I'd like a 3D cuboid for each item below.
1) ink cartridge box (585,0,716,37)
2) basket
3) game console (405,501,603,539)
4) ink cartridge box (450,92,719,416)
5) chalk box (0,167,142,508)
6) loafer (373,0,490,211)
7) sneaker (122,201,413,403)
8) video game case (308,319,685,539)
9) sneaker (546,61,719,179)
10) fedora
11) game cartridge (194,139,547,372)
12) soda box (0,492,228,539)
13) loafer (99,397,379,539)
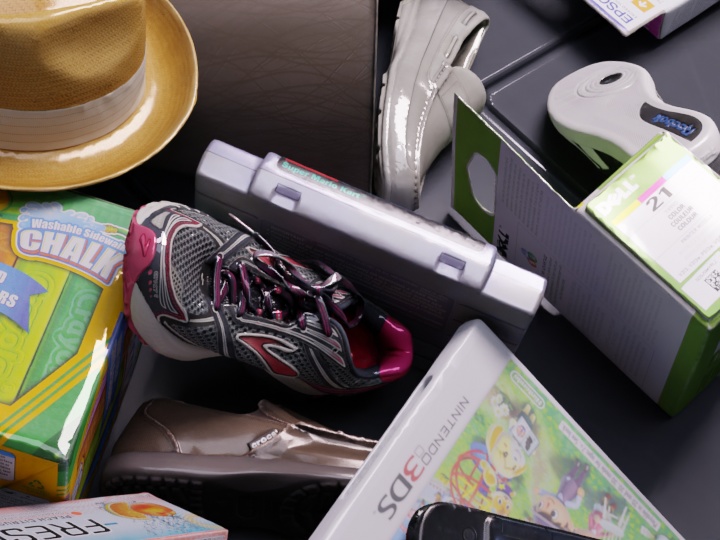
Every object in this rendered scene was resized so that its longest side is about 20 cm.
[{"bbox_3d":[0.194,-0.268,1.125,0.200,0.043,0.196,-33,66,-28],"label":"ink cartridge box"},{"bbox_3d":[-0.090,-0.125,0.896,0.199,0.181,0.136,1,22,-1],"label":"basket"},{"bbox_3d":[0.128,0.198,0.675,0.199,0.119,0.173,18,62,-28],"label":"game console"},{"bbox_3d":[0.147,-0.027,0.864,0.076,0.148,0.200,-40,70,-14],"label":"ink cartridge box"},{"bbox_3d":[-0.183,0.030,0.766,0.124,0.124,0.201,15,52,-3],"label":"chalk box"},{"bbox_3d":[0.049,-0.116,0.967,0.069,0.070,0.201,9,51,4],"label":"loafer"},{"bbox_3d":[-0.048,0.015,0.768,0.074,0.200,0.081,-6,70,35],"label":"sneaker"},{"bbox_3d":[0.081,0.154,0.749,0.200,0.022,0.182,47,53,-10],"label":"video game case"},{"bbox_3d":[0.188,-0.062,0.965,0.073,0.112,0.200,-26,26,-1],"label":"sneaker"},{"bbox_3d":[-0.178,-0.133,0.757,0.200,0.082,0.201,10,54,-14],"label":"fedora"},{"bbox_3d":[0.000,0.000,0.829,0.199,0.130,0.038,23,59,4],"label":"game cartridge"},{"bbox_3d":[-0.155,0.146,0.642,0.063,0.069,0.200,15,9,42],"label":"soda box"},{"bbox_3d":[-0.037,0.099,0.781,0.199,0.073,0.071,8,51,-9],"label":"loafer"}]
